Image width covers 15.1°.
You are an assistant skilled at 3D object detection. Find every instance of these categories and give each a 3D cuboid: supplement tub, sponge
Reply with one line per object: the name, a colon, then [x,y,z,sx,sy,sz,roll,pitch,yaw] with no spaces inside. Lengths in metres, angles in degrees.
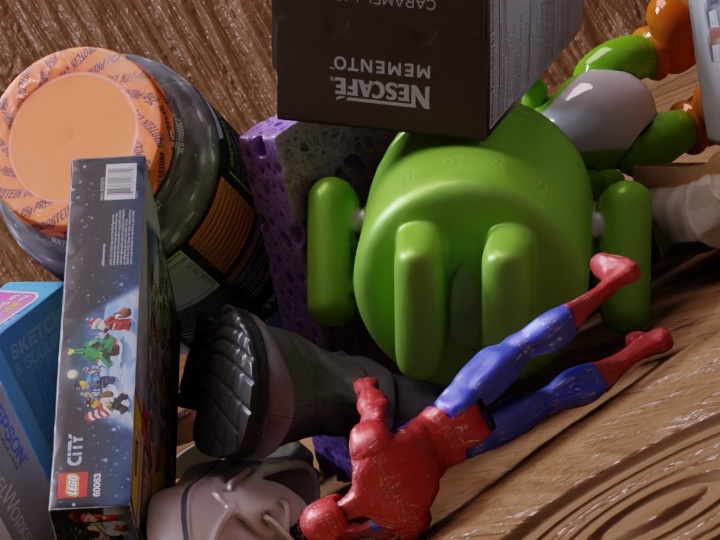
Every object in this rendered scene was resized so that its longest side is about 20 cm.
supplement tub: [-0.114,-0.038,1.430,0.122,0.123,0.200,-32,-24,5]
sponge: [0.000,0.000,1.451,0.030,0.201,0.111,4,26,39]

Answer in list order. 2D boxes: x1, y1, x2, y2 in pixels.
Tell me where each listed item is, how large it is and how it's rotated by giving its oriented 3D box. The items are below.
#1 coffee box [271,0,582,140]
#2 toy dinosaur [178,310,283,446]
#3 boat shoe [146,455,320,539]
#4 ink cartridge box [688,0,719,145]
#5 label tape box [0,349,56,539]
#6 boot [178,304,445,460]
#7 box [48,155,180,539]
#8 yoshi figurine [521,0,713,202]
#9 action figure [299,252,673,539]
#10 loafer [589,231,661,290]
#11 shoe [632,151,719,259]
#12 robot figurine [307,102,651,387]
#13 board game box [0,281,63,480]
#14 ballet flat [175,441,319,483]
coffee box: [0.038,-0.139,1.402,0.114,0.080,0.200,7,23,17]
toy dinosaur: [-0.057,0.049,1.526,0.105,0.199,0.182,-4,-71,-75]
boat shoe: [-0.054,0.121,1.244,0.065,0.074,0.200,-14,13,7]
ink cartridge box: [0.240,-0.135,1.300,0.145,0.145,0.200,-7,5,0]
label tape box: [-0.181,0.126,1.264,0.063,0.144,0.200,-1,37,31]
boot: [-0.013,0.061,1.317,0.200,0.131,0.070,-131,57,-79]
box: [-0.113,0.066,1.275,0.038,0.200,0.137,-3,-39,2]
yoshi figurine: [0.109,-0.082,1.502,0.200,0.112,0.112,-25,27,-10]
action figure: [0.039,0.067,1.241,0.200,0.065,0.099,-33,13,-29]
loafer: [0.100,-0.003,1.547,0.200,0.071,0.068,-29,5,24]
shoe: [0.196,-0.031,1.381,0.070,0.054,0.200,2,0,-17]
robot figurine: [0.058,-0.016,1.363,0.175,0.116,0.200,-1,24,7]
board game box: [-0.195,0.115,1.342,0.040,0.153,0.200,-1,25,31]
ballet flat: [-0.090,0.132,1.386,0.068,0.062,0.200,-58,-11,29]
